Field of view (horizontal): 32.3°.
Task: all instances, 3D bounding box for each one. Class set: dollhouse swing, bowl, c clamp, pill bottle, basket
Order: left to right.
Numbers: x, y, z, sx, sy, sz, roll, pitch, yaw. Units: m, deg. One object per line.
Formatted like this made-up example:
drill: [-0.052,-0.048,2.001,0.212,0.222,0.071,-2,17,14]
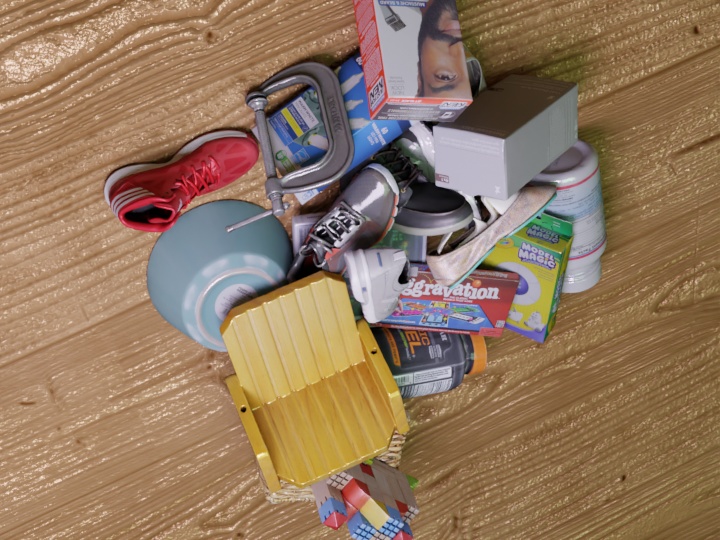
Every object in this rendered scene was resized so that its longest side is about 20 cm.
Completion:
bowl: [-0.167,0.024,1.597,0.198,0.105,0.203,-11,124,-17]
c clamp: [-0.092,-0.156,1.485,0.169,0.203,0.027,-13,153,13]
dollhouse swing: [-0.061,0.138,1.555,0.198,0.183,0.177,-22,149,-9]
basket: [-0.045,0.222,1.740,0.197,0.143,0.151,-1,122,-16]
pill bottle: [0.077,0.124,1.758,0.197,0.106,0.108,-9,122,-18]
pill bottle: [0.284,-0.073,1.723,0.108,0.109,0.202,-21,126,-9]

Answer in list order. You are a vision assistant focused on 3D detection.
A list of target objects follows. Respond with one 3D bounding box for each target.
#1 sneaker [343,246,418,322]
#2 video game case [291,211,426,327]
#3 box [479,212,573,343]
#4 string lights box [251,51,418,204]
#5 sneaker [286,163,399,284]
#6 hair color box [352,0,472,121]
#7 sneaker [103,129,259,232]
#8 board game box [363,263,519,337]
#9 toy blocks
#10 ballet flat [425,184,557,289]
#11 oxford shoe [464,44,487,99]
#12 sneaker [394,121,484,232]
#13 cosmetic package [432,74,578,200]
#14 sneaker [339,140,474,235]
sneaker: [0.036,0.017,1.555,0.081,0.076,0.200,-13,169,6]
video game case: [0.000,0.000,1.672,0.179,0.023,0.202,-8,130,-10]
box: [0.223,-0.002,1.714,0.048,0.116,0.202,-48,153,-42]
string lights box: [-0.022,-0.184,1.526,0.199,0.103,0.059,-36,148,1]
sneaker: [-0.025,-0.043,1.542,0.201,0.077,0.082,-55,165,28]
hair color box: [0.057,-0.278,1.456,0.109,0.203,0.064,-1,163,-22]
sneaker: [-0.204,-0.096,1.501,0.198,0.116,0.079,-24,126,-7]
board game box: [0.109,0.039,1.695,0.197,0.020,0.104,5,127,-11]
toy blocks: [0.008,0.303,1.636,0.199,0.137,0.100,31,109,-31]
ballet flat: [0.166,-0.061,1.618,0.200,0.068,0.067,-41,100,3]
oxford shoe: [0.143,-0.207,1.616,0.075,0.058,0.201,-30,129,-8]
sneaker: [0.102,-0.117,1.652,0.079,0.074,0.201,-31,122,12]
cosmetic package: [0.183,-0.168,1.543,0.200,0.106,0.091,-36,131,-48]
sneaker: [0.049,-0.115,1.555,0.075,0.198,0.107,-41,136,-41]
